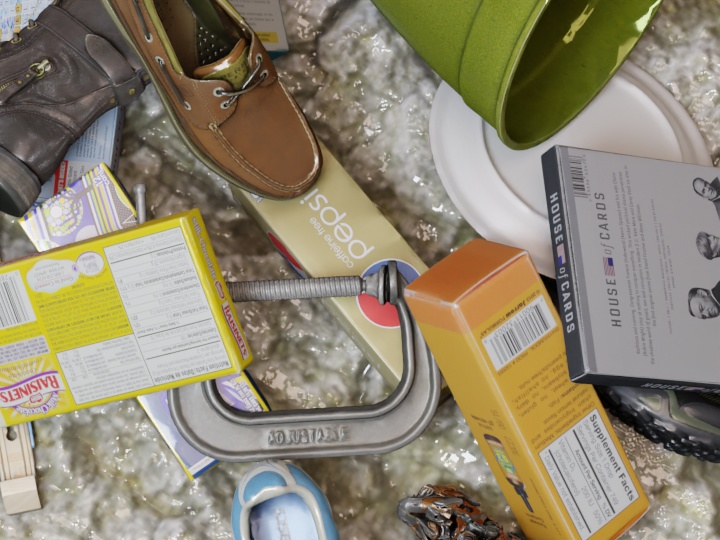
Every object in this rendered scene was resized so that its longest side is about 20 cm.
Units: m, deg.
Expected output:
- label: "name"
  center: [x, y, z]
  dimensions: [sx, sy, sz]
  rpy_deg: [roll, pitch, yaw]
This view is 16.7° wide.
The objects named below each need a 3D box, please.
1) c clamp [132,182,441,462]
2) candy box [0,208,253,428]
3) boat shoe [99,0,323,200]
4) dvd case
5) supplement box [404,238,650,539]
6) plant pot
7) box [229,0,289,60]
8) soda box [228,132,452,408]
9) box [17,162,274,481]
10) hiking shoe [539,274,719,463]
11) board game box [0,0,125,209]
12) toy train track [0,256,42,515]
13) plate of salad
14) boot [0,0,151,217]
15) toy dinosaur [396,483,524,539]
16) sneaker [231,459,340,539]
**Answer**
- label: "c clamp"
  center: [-0.047, 0.036, 1.526]
  dimensions: [0.198, 0.027, 0.172]
  rpy_deg: [3, 90, -3]
- label: "candy box"
  center: [-0.168, 0.032, 1.517]
  dimensions: [0.199, 0.026, 0.103]
  rpy_deg: [-14, 104, 29]
- label: "boat shoe"
  center: [-0.091, -0.121, 1.515]
  dimensions: [0.072, 0.068, 0.200]
  rpy_deg: [-46, 106, -15]
- label: "dvd case"
  center: [0.208, 0.003, 1.544]
  dimensions: [0.199, 0.025, 0.151]
  rpy_deg: [6, 68, -30]
- label: "supplement box"
  center: [0.105, 0.082, 1.525]
  dimensions: [0.069, 0.066, 0.201]
  rpy_deg: [-34, 112, -21]
- label: "plant pot"
  center: [0.077, -0.213, 1.539]
  dimensions: [0.193, 0.200, 0.201]
  rpy_deg: [37, 81, 19]
- label: "box"
  center: [-0.111, -0.233, 1.629]
  dimensions: [0.082, 0.049, 0.201]
  rpy_deg: [-1, 74, -42]
- label: "soda box"
  center: [0.000, 0.000, 1.591]
  dimensions: [0.064, 0.068, 0.200]
  rpy_deg: [-38, 80, -7]
- label: "box"
  center: [-0.135, 0.033, 1.567]
  dimensions: [0.070, 0.064, 0.201]
  rpy_deg: [-34, 93, -2]
- label: "hiking shoe"
  center: [0.184, 0.045, 1.574]
  dimensions: [0.199, 0.076, 0.101]
  rpy_deg: [32, 82, 10]
- label: "board game box"
  center: [-0.253, -0.144, 1.636]
  dimensions: [0.198, 0.041, 0.202]
  rpy_deg: [6, 79, 1]
- label: "toy train track"
  center: [-0.237, 0.058, 1.599]
  dimensions: [0.114, 0.033, 0.201]
  rpy_deg: [-11, 80, -2]
- label: "plate of salad"
  center: [0.137, -0.068, 1.598]
  dimensions: [0.199, 0.048, 0.201]
  rpy_deg: [10, 54, -13]
- label: "boot"
  center: [-0.219, -0.137, 1.578]
  dimensions: [0.199, 0.069, 0.174]
  rpy_deg: [33, 70, 23]
- label: "toy dinosaur"
  center: [0.094, 0.204, 1.513]
  dimensions: [0.199, 0.135, 0.103]
  rpy_deg: [20, 108, 36]
- label: "sneaker"
  center: [-0.031, 0.214, 1.505]
  dimensions: [0.071, 0.072, 0.201]
  rpy_deg: [-20, 93, 10]
